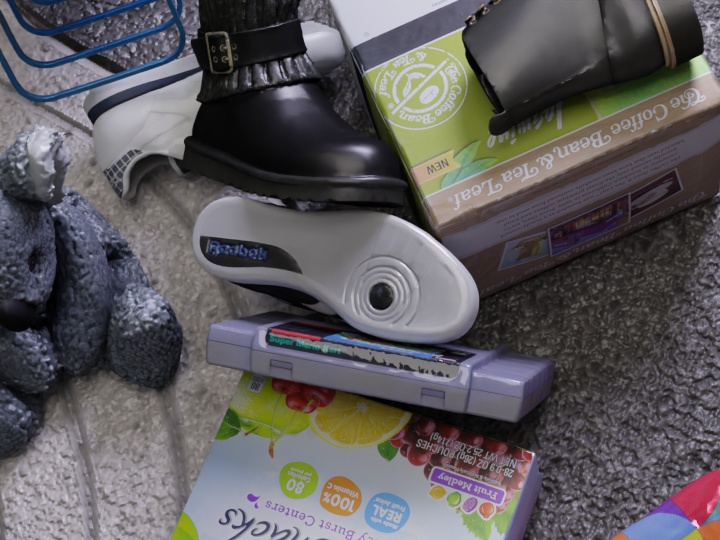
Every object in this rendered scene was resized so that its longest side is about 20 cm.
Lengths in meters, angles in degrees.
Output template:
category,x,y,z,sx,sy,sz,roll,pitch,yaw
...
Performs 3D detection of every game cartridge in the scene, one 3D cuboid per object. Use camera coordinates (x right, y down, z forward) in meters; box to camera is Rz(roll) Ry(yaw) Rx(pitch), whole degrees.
category,x,y,z,sx,sy,sz,roll,pitch,yaw
game cartridge,0.016,0.056,0.950,0.199,0.130,0.039,9,91,15

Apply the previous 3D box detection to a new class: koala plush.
category,x,y,z,sx,sy,sz,roll,pitch,yaw
koala plush,-0.239,-0.008,0.989,0.177,0.200,0.184,-26,63,0

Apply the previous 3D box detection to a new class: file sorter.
category,x,y,z,sx,sy,sz,roll,pitch,yaw
file sorter,-0.206,-0.235,1.093,0.138,0.123,0.200,-18,40,4

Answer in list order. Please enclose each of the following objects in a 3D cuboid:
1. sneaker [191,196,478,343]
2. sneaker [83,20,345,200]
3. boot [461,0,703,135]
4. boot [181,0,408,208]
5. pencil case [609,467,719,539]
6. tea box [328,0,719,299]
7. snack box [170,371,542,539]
category,x,y,z,sx,sy,sz,roll,pitch,yaw
sneaker,0.000,0.000,0.975,0.199,0.112,0.073,18,89,25
sneaker,-0.099,-0.118,1.091,0.199,0.076,0.081,-21,76,6
boot,0.106,-0.191,0.927,0.138,0.078,0.201,-24,62,3
boot,-0.044,-0.128,0.971,0.211,0.079,0.159,19,104,44
pencil case,0.173,0.193,0.881,0.200,0.088,0.089,-31,64,-2
tea box,0.111,-0.116,1.004,0.199,0.134,0.197,-24,64,-1
snack box,-0.008,0.168,0.936,0.199,0.068,0.169,17,70,20
